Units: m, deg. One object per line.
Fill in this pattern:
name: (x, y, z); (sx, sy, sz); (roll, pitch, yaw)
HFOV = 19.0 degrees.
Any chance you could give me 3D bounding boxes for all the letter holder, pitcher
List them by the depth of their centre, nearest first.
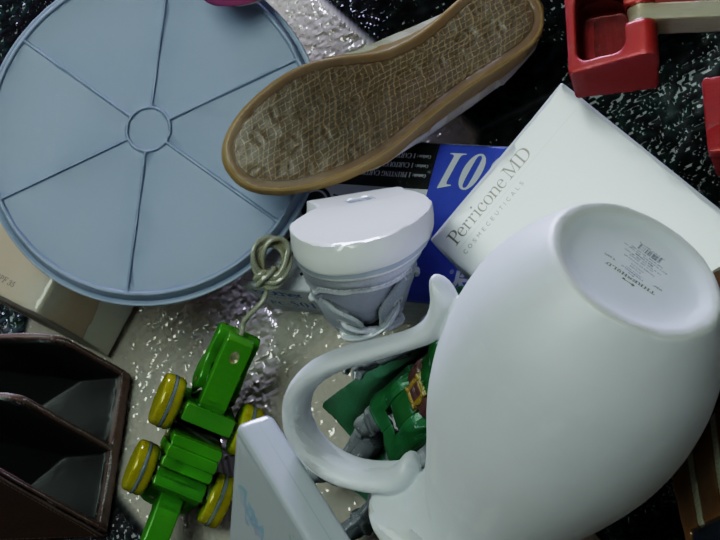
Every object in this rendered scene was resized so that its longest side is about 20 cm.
pitcher: (0.060, 0.056, 0.961); (0.171, 0.121, 0.201); (32, 129, 6)
letter holder: (-0.259, 0.091, 1.250); (0.198, 0.142, 0.101); (-6, 65, 29)

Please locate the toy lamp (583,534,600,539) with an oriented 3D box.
toy lamp: (0.143, 0.158, 1.031); (0.199, 0.058, 0.058); (29, 84, 36)

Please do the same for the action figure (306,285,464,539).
action figure: (0.029, 0.071, 1.080); (0.200, 0.054, 0.119); (-54, 53, 46)

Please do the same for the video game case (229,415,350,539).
video game case: (-0.014, 0.201, 1.044); (0.024, 0.183, 0.200); (-17, 50, -22)

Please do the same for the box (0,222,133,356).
box: (-0.156, -0.062, 1.300); (0.094, 0.078, 0.201); (20, 79, 36)

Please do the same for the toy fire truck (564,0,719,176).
toy fire truck: (0.208, -0.101, 1.044); (0.198, 0.141, 0.049); (-8, 63, 15)

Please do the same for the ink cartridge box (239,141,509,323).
ink cartridge box: (0.034, -0.021, 1.187); (0.198, 0.044, 0.095); (5, 72, 32)

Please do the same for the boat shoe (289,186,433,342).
boat shoe: (0.000, 0.000, 1.068); (0.071, 0.200, 0.069); (-10, 96, -6)

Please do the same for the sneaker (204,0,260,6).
sneaker: (-0.053, -0.238, 1.235); (0.087, 0.074, 0.201); (16, 71, 39)

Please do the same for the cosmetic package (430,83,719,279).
cosmetic package: (0.145, 0.016, 1.050); (0.200, 0.085, 0.108); (40, 92, 20)

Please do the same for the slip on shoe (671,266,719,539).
slip on shoe: (0.182, 0.098, 0.949); (0.076, 0.060, 0.202); (143, 129, -58)

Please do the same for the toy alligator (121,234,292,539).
toy alligator: (-0.085, 0.073, 1.205); (0.054, 0.059, 0.202); (-160, 92, -79)

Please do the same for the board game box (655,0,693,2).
board game box: (0.128, -0.226, 1.165); (0.103, 0.019, 0.201); (-35, 86, -6)

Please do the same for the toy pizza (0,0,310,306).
toy pizza: (-0.118, -0.077, 1.228); (0.198, 0.032, 0.202); (-2, 78, 7)

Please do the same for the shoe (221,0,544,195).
shoe: (0.014, -0.093, 1.186); (0.199, 0.053, 0.070); (-28, 77, -12)
